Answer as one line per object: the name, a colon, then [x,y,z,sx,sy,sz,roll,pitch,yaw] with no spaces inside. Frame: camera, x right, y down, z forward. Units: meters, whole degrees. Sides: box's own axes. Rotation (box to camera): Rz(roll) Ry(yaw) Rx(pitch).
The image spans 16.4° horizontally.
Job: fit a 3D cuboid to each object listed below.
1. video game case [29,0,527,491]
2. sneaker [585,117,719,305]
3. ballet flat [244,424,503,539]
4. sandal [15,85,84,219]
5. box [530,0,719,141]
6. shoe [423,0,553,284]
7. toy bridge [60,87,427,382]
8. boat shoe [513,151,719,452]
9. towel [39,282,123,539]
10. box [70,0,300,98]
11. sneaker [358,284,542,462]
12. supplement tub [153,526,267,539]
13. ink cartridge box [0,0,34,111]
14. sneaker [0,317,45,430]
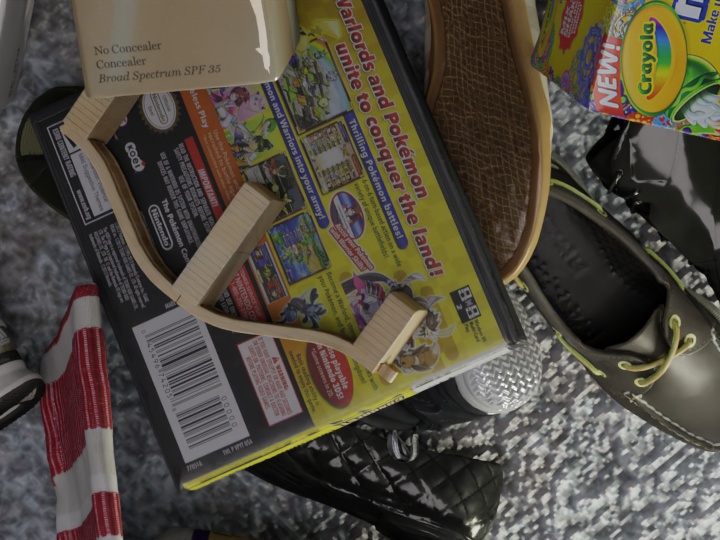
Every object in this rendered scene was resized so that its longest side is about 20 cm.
video game case: [-0.041,-0.020,1.188,0.181,0.026,0.200,-24,81,12]
sneaker: [0.162,-0.043,1.232,0.091,0.076,0.200,-18,96,-4]
ballet flat: [-0.020,0.087,1.298,0.200,0.066,0.057,28,64,-8]
sandal: [-0.085,-0.023,1.243,0.201,0.057,0.080,42,98,17]
box: [0.200,-0.156,1.099,0.193,0.122,0.200,11,103,-11]
shoe: [0.063,-0.091,1.205,0.070,0.053,0.200,-4,87,23]
toy bridge: [-0.062,-0.010,1.165,0.200,0.027,0.067,38,98,13]
boat shoe: [0.132,0.024,1.262,0.072,0.061,0.201,-42,101,12]
towel: [-0.135,0.119,1.219,0.023,0.144,0.200,-3,76,-14]
box: [-0.088,-0.186,1.117,0.095,0.078,0.200,-6,109,9]
sneaker: [0.000,0.000,1.249,0.114,0.075,0.200,-36,79,37]
supplement tub: [-0.019,0.215,1.279,0.200,0.145,0.145,9,107,-2]
ink cartridge box: [-0.258,-0.161,1.205,0.200,0.083,0.147,12,106,-2]
sneaker: [-0.265,0.064,1.292,0.200,0.076,0.115,-34,82,19]
